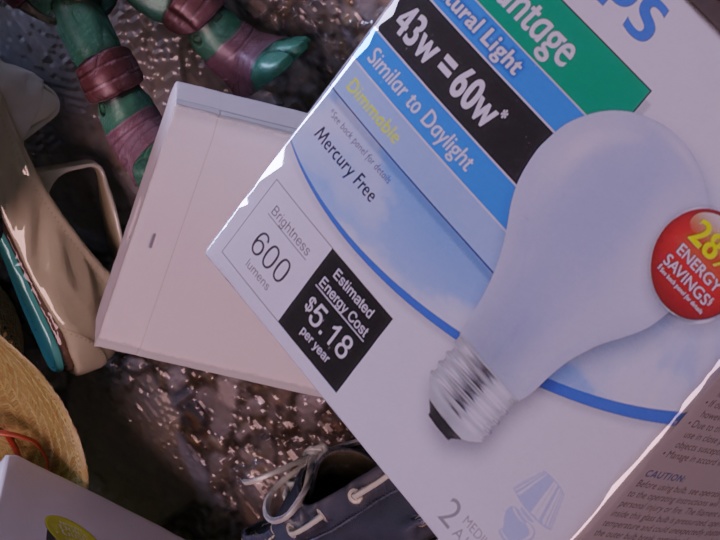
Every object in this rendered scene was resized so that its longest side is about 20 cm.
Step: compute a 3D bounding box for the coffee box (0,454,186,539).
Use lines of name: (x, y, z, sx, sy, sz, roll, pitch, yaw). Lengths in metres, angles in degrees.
coffee box: (-0.147, 0.246, 1.328, 0.199, 0.198, 0.200, 29, 132, -20)

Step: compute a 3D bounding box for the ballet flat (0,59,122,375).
ballet flat: (-0.156, -0.049, 1.291, 0.069, 0.069, 0.201, -15, 109, 34)

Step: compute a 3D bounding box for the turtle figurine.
turtle figurine: (-0.121, -0.141, 1.198, 0.150, 0.101, 0.200, -40, 97, -2)

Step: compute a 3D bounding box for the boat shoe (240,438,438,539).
boat shoe: (-0.003, 0.105, 1.265, 0.062, 0.075, 0.200, 64, 153, -3)

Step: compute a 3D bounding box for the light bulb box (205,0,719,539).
light bulb box: (0.087, -0.012, 1.012, 0.198, 0.125, 0.200, 48, 112, 29)

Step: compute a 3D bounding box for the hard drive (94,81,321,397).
hard drive: (0.000, 0.000, 1.194, 0.199, 0.026, 0.132, 14, 127, -12)

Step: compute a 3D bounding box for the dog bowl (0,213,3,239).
dog bowl: (-0.233, -0.083, 1.204, 0.200, 0.074, 0.200, 53, 165, 21)

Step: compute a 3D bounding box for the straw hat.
straw hat: (-0.209, 0.039, 1.350, 0.200, 0.085, 0.202, 12, 136, 12)
